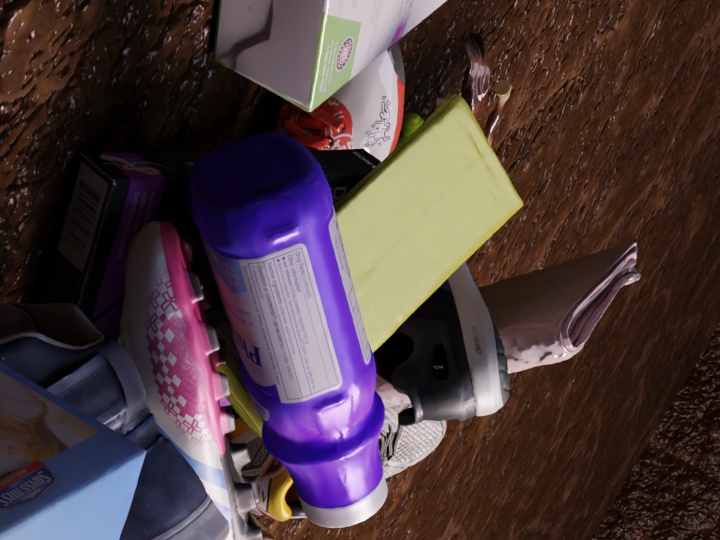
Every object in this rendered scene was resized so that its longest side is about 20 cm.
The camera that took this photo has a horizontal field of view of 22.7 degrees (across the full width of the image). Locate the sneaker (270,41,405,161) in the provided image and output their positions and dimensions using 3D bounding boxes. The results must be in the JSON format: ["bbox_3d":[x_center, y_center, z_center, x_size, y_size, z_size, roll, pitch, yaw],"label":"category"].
[{"bbox_3d":[-0.037,-0.046,1.029,0.108,0.067,0.203,-41,155,-55],"label":"sneaker"}]

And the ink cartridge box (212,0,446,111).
[{"bbox_3d":[0.008,-0.186,0.953,0.200,0.067,0.118,-43,154,-44],"label":"ink cartridge box"}]

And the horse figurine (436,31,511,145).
[{"bbox_3d":[0.035,-0.042,1.068,0.201,0.050,0.133,-58,174,-24],"label":"horse figurine"}]

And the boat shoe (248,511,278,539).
[{"bbox_3d":[-0.079,0.186,1.153,0.200,0.075,0.075,44,32,-77],"label":"boat shoe"}]

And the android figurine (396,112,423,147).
[{"bbox_3d":[0.006,-0.020,1.239,0.182,0.041,0.201,-45,157,-44],"label":"android figurine"}]

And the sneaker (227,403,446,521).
[{"bbox_3d":[-0.012,0.133,1.235,0.199,0.082,0.079,-15,117,-41],"label":"sneaker"}]

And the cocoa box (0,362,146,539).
[{"bbox_3d":[-0.200,0.123,0.702,0.200,0.132,0.132,-28,141,-61],"label":"cocoa box"}]

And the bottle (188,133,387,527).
[{"bbox_3d":[-0.030,0.035,0.887,0.065,0.084,0.202,-20,121,-10],"label":"bottle"}]

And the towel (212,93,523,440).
[{"bbox_3d":[0.000,0.000,0.960,0.200,0.018,0.086,-44,126,-14],"label":"towel"}]

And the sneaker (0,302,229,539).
[{"bbox_3d":[-0.178,0.099,0.841,0.201,0.147,0.077,-26,-169,17],"label":"sneaker"}]

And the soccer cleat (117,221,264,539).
[{"bbox_3d":[-0.103,0.072,0.883,0.070,0.085,0.202,-105,-175,-58],"label":"soccer cleat"}]

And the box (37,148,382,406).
[{"bbox_3d":[-0.078,0.007,0.940,0.199,0.036,0.144,-6,124,-47],"label":"box"}]

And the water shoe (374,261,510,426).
[{"bbox_3d":[0.031,0.023,1.117,0.200,0.078,0.072,-116,-165,-60],"label":"water shoe"}]

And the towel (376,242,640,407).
[{"bbox_3d":[0.081,0.043,1.227,0.191,0.198,0.033,-35,105,-60],"label":"towel"}]
